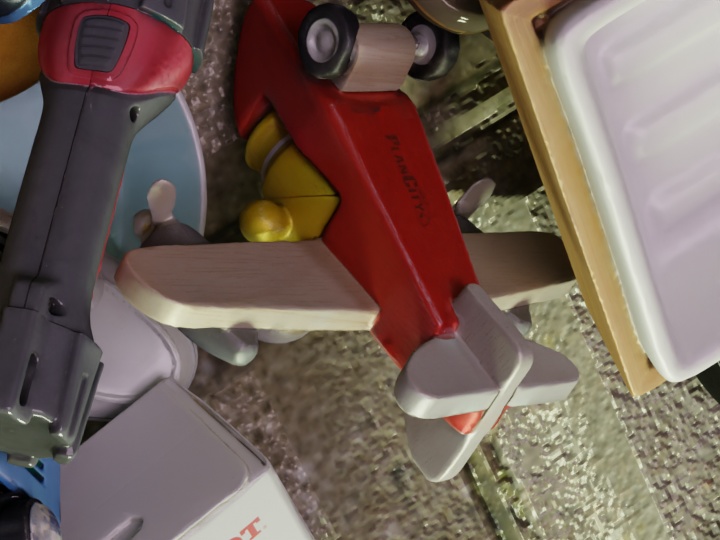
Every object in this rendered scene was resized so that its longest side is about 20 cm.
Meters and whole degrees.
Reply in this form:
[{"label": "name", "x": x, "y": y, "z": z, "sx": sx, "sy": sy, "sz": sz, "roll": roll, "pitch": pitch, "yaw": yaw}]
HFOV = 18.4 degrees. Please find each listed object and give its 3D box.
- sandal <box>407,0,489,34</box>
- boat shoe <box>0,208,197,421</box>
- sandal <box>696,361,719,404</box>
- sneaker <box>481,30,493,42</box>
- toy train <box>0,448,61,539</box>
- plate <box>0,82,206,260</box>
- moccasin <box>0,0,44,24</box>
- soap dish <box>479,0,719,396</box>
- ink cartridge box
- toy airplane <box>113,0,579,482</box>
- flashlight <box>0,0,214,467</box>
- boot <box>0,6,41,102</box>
[{"label": "sandal", "x": 0.015, "y": -0.181, "z": 0.888, "sx": 0.080, "sy": 0.054, "sz": 0.200, "roll": -41, "pitch": 112, "yaw": -14}, {"label": "boat shoe", "x": -0.146, "y": 0.014, "z": 0.893, "sx": 0.200, "sy": 0.067, "sz": 0.074, "roll": 26, "pitch": 90, "yaw": -28}, {"label": "sandal", "x": 0.137, "y": 0.002, "z": 1.058, "sx": 0.045, "sy": 0.075, "sz": 0.200, "roll": -31, "pitch": 117, "yaw": -4}, {"label": "sneaker", "x": 0.150, "y": -0.108, "z": 1.025, "sx": 0.200, "sy": 0.090, "sz": 0.075, "roll": 7, "pitch": 99, "yaw": -27}, {"label": "toy train", "x": -0.210, "y": 0.096, "z": 0.861, "sx": 0.200, "sy": 0.114, "sz": 0.087, "roll": -11, "pitch": 148, "yaw": 13}, {"label": "plate", "x": -0.161, "y": -0.025, "z": 0.929, "sx": 0.200, "sy": 0.026, "sz": 0.200, "roll": -6, "pitch": 105, "yaw": -26}, {"label": "moccasin", "x": -0.115, "y": -0.191, "z": 0.817, "sx": 0.068, "sy": 0.080, "sz": 0.200, "roll": 31, "pitch": 74, "yaw": -42}, {"label": "soap dish", "x": 0.142, "y": -0.068, "z": 0.936, "sx": 0.157, "sy": 0.081, "sz": 0.200, "roll": -32, "pitch": 123, "yaw": -14}, {"label": "ink cartridge box", "x": -0.080, "y": 0.165, "z": 0.949, "sx": 0.145, "sy": 0.085, "sz": 0.200, "roll": -39, "pitch": 135, "yaw": -14}, {"label": "toy airplane", "x": 0.000, "y": 0.000, "z": 0.942, "sx": 0.200, "sy": 0.141, "sz": 0.199, "roll": 39, "pitch": 42, "yaw": -18}, {"label": "flashlight", "x": -0.107, "y": -0.026, "z": 0.835, "sx": 0.068, "sy": 0.068, "sz": 0.200, "roll": 28, "pitch": 62, "yaw": -34}, {"label": "boot", "x": -0.183, "y": -0.074, "z": 0.810, "sx": 0.201, "sy": 0.144, "sz": 0.071, "roll": -5, "pitch": 105, "yaw": -27}]
